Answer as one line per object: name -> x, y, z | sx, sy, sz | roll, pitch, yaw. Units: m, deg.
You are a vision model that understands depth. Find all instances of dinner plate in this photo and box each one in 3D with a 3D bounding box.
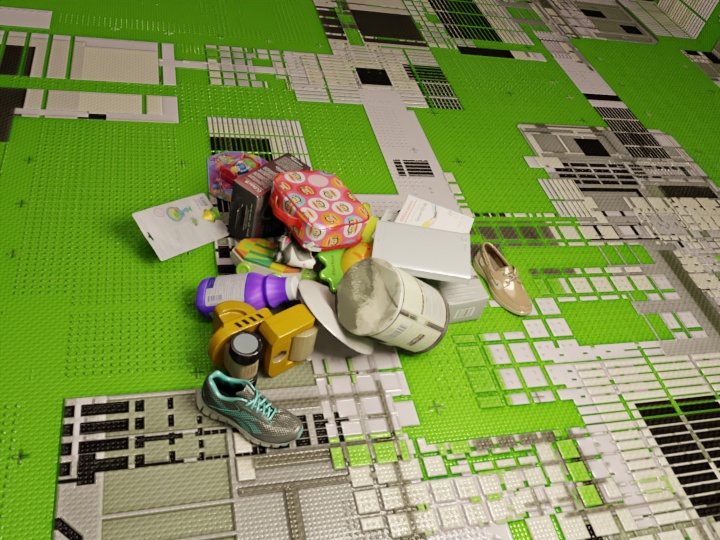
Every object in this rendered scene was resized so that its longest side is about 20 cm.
dinner plate -> -0.041, 0.084, 1.265 | 0.200, 0.024, 0.200 | 43, 11, -11

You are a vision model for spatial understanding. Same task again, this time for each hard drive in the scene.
hard drive -> 0.125, -0.040, 1.318 | 0.199, 0.026, 0.132 | 9, 46, 0

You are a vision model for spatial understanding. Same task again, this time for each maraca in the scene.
maraca -> 0.000, 0.000, 1.346 | 0.199, 0.107, 0.138 | 8, 58, -31

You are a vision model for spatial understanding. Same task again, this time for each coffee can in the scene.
coffee can -> 0.065, 0.072, 1.240 | 0.200, 0.146, 0.147 | 27, 24, -53

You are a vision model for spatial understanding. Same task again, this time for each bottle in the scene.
bottle -> -0.219, 0.045, 1.257 | 0.199, 0.065, 0.084 | -8, 53, 12

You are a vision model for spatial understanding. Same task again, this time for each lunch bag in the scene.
lunch bag -> -0.097, -0.126, 1.321 | 0.176, 0.082, 0.200 | -12, 48, -35

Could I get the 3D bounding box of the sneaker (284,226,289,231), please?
sneaker -> -0.090, -0.146, 1.513 | 0.078, 0.089, 0.200 | 39, 49, 19

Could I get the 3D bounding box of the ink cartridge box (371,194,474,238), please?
ink cartridge box -> 0.138, -0.093, 1.429 | 0.199, 0.068, 0.117 | 21, 49, 9

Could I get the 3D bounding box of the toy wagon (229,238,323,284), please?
toy wagon -> -0.170, -0.013, 1.361 | 0.199, 0.040, 0.155 | 18, 24, 1

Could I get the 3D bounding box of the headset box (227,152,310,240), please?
headset box -> -0.212, -0.155, 1.440 | 0.075, 0.149, 0.200 | 35, 44, 18

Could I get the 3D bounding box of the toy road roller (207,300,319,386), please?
toy road roller -> -0.191, 0.117, 1.204 | 0.199, 0.123, 0.146 | -22, 56, -32

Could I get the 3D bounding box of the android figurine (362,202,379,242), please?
android figurine -> -0.014, -0.065, 1.463 | 0.181, 0.041, 0.201 | 5, 64, -21

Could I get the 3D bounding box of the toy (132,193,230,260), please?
toy -> -0.389, -0.091, 1.393 | 0.200, 0.047, 0.115 | -30, 85, -48

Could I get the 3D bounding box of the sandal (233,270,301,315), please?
sandal -> -0.188, 0.056, 1.327 | 0.075, 0.048, 0.200 | -25, 45, -32

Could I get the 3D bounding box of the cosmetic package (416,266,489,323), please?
cosmetic package -> 0.193, 0.017, 1.441 | 0.106, 0.090, 0.201 | -9, 53, -19

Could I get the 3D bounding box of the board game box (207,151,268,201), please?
board game box -> -0.295, -0.246, 1.585 | 0.157, 0.039, 0.201 | 0, 47, -16

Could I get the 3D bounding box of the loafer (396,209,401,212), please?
loafer -> 0.173, -0.093, 1.559 | 0.200, 0.068, 0.070 | 26, 37, 2

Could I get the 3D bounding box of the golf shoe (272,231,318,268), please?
golf shoe -> -0.115, -0.067, 1.375 | 0.088, 0.077, 0.200 | 24, 39, 1

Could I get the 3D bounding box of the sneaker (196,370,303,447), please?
sneaker -> -0.192, 0.236, 1.111 | 0.199, 0.091, 0.078 | 21, 45, 4

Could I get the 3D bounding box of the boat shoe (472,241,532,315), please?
boat shoe -> 0.332, 0.018, 1.494 | 0.071, 0.065, 0.200 | -16, 53, -29
